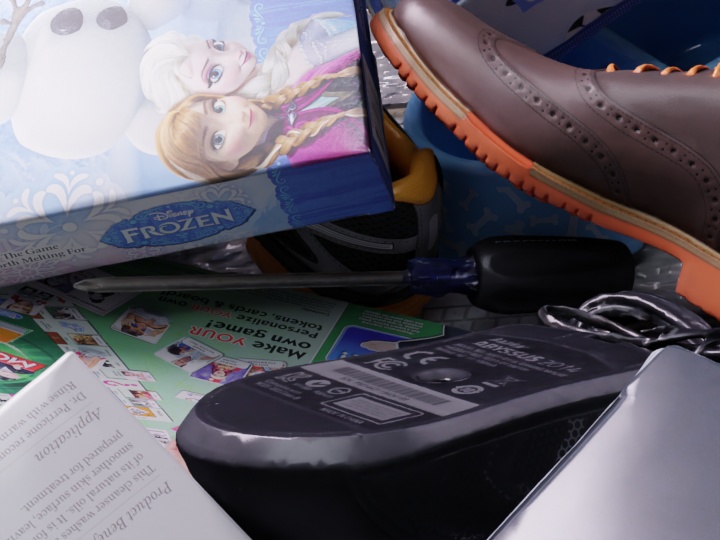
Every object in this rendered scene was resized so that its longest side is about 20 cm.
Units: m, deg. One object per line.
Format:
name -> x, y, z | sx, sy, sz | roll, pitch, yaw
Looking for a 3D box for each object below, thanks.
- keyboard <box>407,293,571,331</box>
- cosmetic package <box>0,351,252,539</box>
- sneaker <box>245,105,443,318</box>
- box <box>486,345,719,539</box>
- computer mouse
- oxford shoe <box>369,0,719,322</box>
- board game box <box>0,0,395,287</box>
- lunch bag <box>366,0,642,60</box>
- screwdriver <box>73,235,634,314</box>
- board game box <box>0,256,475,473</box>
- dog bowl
keyboard -> -0.004, 0.027, 0.818 | 0.199, 0.011, 0.056 | -4, 41, 20
cosmetic package -> -0.053, 0.135, 0.584 | 0.113, 0.081, 0.200 | -37, 75, -22
sneaker -> -0.045, -0.065, 0.807 | 0.200, 0.077, 0.078 | 37, 57, 9
box -> 0.083, 0.146, 0.483 | 0.107, 0.200, 0.148 | 22, 55, 42
computer mouse -> 0.043, 0.052, 0.633 | 0.200, 0.053, 0.138 | -9, 14, -28
oxford shoe -> 0.096, -0.046, 0.741 | 0.200, 0.073, 0.071 | 33, 15, 7
board game box -> -0.099, -0.095, 0.771 | 0.198, 0.043, 0.200 | -12, 60, 7
lunch bag -> 0.051, -0.173, 0.837 | 0.160, 0.076, 0.200 | -35, 50, 24
screwdriver -> 0.000, 0.000, 0.762 | 0.199, 0.028, 0.029 | 2, 41, -14
board game box -> -0.041, 0.047, 0.720 | 0.199, 0.029, 0.135 | 13, 30, 12
dog bowl -> 0.103, -0.069, 0.848 | 0.200, 0.050, 0.111 | -31, 38, -14
